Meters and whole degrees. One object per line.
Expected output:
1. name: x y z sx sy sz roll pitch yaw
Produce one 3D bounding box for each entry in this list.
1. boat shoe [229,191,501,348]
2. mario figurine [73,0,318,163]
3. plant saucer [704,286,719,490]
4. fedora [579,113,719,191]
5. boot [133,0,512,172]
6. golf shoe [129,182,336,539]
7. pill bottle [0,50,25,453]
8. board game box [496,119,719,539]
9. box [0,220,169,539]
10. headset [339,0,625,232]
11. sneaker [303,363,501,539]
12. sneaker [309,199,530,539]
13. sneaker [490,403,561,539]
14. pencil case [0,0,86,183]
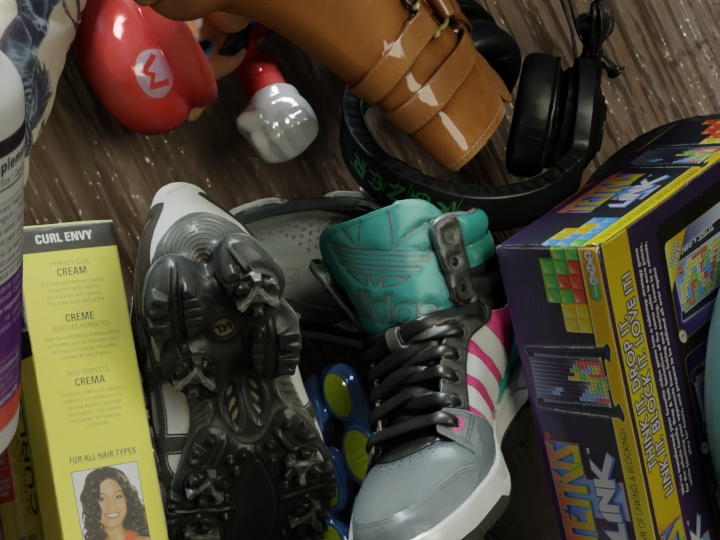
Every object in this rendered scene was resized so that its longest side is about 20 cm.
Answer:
1. boat shoe: 0.000 0.000 0.874 0.200 0.060 0.076 -7 82 -36
2. mario figurine: -0.049 -0.131 0.843 0.123 0.106 0.200 31 47 14
3. plant saucer: 0.213 0.050 0.857 0.200 0.027 0.201 -2 93 -49
4. fedora: 0.174 0.004 0.963 0.200 0.092 0.201 -5 104 -19
5. boot: -0.009 -0.102 0.778 0.155 0.077 0.200 56 25 -9
6. golf shoe: -0.058 0.052 0.788 0.078 0.095 0.200 -10 126 -14
7. pill bottle: -0.180 -0.028 0.670 0.111 0.111 0.201 -14 120 -36
8. board game box: 0.147 0.050 0.843 0.165 0.057 0.201 -31 114 -44
9. box: -0.121 0.084 0.761 0.050 0.075 0.201 -7 83 -32
10. headset: 0.072 -0.080 0.926 0.123 0.094 0.200 30 50 21
11. sneaker: 0.023 0.136 0.861 0.200 0.071 0.083 62 34 -3
12. sneaker: 0.022 0.034 0.778 0.121 0.083 0.200 62 26 -19
13. sneaker: 0.142 0.158 0.933 0.146 0.080 0.201 0 70 -48
14. pencil case: -0.160 -0.125 0.783 0.078 0.089 0.201 37 59 -44
